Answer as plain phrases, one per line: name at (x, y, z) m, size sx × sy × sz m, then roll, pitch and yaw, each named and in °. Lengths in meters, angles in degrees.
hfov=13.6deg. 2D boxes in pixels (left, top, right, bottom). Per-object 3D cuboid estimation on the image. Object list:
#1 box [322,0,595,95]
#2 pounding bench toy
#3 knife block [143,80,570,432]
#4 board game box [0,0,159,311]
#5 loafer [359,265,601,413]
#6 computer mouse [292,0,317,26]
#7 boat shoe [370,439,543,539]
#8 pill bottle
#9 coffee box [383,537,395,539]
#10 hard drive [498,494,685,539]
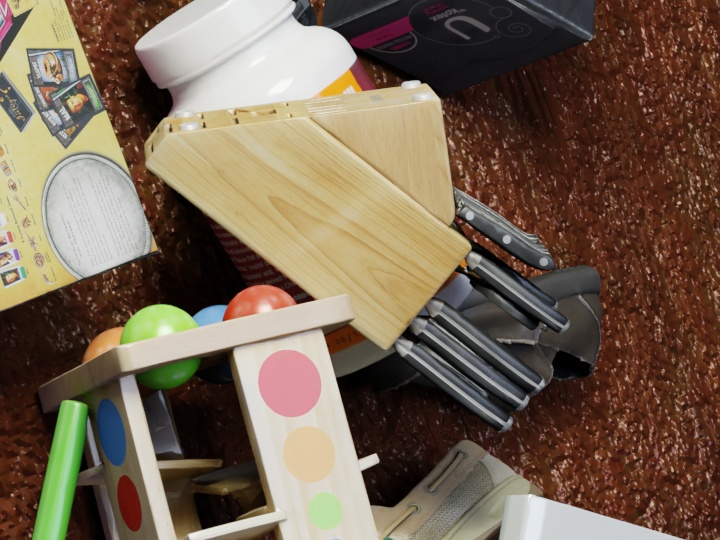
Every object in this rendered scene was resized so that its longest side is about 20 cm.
box at (0.062, -0.222, 1.723) m, size 0.106 × 0.122 × 0.201 m, roll 24°, pitch 60°, yaw -38°
pounding bench toy at (-0.100, 0.100, 1.445) m, size 0.199 × 0.124 × 0.156 m, roll -13°, pitch 84°, yaw -27°
knife block at (0.000, 0.000, 1.501) m, size 0.199 × 0.064 × 0.176 m, roll -7°, pitch 101°, yaw -4°
board game box at (-0.185, -0.081, 1.420) m, size 0.135 × 0.035 × 0.201 m, roll -22°, pitch 92°, yaw -47°
loafer at (0.076, 0.045, 1.679) m, size 0.200 × 0.073 × 0.072 m, roll -13°, pitch 83°, yaw -46°
computer mouse at (-0.031, -0.094, 1.659) m, size 0.200 × 0.034 × 0.059 m, roll 64°, pitch 27°, yaw -14°
boat shoe at (0.011, 0.160, 1.590) m, size 0.064 × 0.071 × 0.200 m, roll 41°, pitch 50°, yaw 19°
pill bottle at (-0.032, -0.053, 1.579) m, size 0.113 × 0.113 × 0.200 m, roll -43°, pitch 107°, yaw -44°
coffee box at (0.004, 0.234, 1.456) m, size 0.044 × 0.123 × 0.200 m, roll 36°, pitch 79°, yaw -28°
hard drive at (0.113, 0.225, 1.506) m, size 0.132 × 0.027 × 0.201 m, roll 19°, pitch 75°, yaw -33°
